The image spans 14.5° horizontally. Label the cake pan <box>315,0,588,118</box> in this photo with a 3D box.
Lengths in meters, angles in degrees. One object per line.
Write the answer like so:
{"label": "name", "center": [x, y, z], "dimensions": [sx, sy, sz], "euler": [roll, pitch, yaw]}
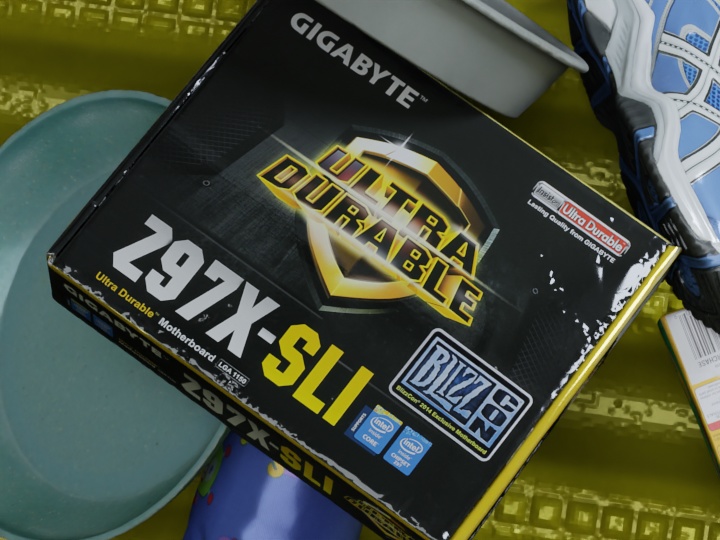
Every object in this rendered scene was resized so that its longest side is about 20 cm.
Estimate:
{"label": "cake pan", "center": [0.002, -0.125, 1.162], "dimensions": [0.200, 0.200, 0.037], "euler": [35, 98, 8]}

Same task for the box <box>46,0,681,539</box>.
{"label": "box", "center": [0.000, 0.000, 1.124], "dimensions": [0.200, 0.049, 0.160], "euler": [36, 73, 9]}

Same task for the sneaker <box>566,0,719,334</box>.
{"label": "sneaker", "center": [0.143, -0.062, 1.172], "dimensions": [0.077, 0.076, 0.200], "euler": [-14, 55, -3]}

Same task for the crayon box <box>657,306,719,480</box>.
{"label": "crayon box", "center": [0.237, 0.039, 1.174], "dimensions": [0.200, 0.058, 0.119], "euler": [-21, 84, 6]}

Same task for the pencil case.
{"label": "pencil case", "center": [-0.026, 0.069, 1.214], "dimensions": [0.078, 0.087, 0.200], "euler": [17, 90, -17]}

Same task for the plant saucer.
{"label": "plant saucer", "center": [-0.110, 0.023, 1.216], "dimensions": [0.200, 0.036, 0.200], "euler": [-11, 70, 34]}
